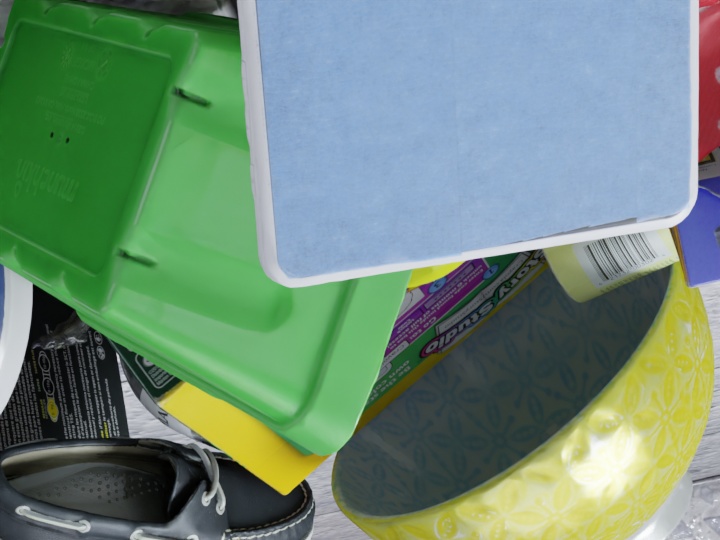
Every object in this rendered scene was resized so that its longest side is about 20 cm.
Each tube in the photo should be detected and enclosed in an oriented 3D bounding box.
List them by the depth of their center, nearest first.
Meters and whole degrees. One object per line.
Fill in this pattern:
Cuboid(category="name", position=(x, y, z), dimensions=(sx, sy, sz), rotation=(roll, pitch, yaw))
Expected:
Cuboid(category="tube", position=(0.172, -0.046, 0.821), dimensions=(0.199, 0.052, 0.058), rotation=(-24, -172, 21))

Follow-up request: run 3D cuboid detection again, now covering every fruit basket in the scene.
Cuboid(category="fruit basket", position=(-0.022, -0.027, 0.690), dimensions=(0.214, 0.157, 0.216), rotation=(20, -179, 0))

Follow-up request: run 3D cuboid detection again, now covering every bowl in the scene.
Cuboid(category="bowl", position=(0.095, 0.082, 0.905), dimensions=(0.200, 0.108, 0.200), rotation=(-36, -161, 14))

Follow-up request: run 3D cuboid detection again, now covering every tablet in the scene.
Cuboid(category="tablet", position=(0.028, -0.097, 0.502), dimensions=(0.129, 0.201, 0.014), rotation=(-9, -157, -12))

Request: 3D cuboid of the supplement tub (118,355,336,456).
Cuboid(category="supplement tub", position=(-0.060, 0.040, 1.056), dimensions=(0.122, 0.123, 0.200), rotation=(-14, 166, 9))

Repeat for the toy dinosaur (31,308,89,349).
Cuboid(category="toy dinosaur", position=(-0.115, -0.014, 0.871), dimensions=(0.198, 0.089, 0.047), rotation=(-10, 176, -1))

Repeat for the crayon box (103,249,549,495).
Cuboid(category="crayon box", position=(0.000, 0.000, 0.866), dimensions=(0.200, 0.058, 0.173), rotation=(-40, 156, 0))

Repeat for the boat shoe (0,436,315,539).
Cuboid(category="boat shoe", position=(-0.106, 0.121, 0.996), dimensions=(0.199, 0.076, 0.061), rotation=(-4, 136, -33))

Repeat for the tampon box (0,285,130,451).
Cuboid(category="tampon box", position=(-0.245, 0.084, 1.069), dimensions=(0.149, 0.127, 0.200), rotation=(-19, 164, 25))

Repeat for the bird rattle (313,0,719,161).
Cuboid(category="bird rattle", position=(0.071, -0.111, 0.552), dimensions=(0.198, 0.113, 0.164), rotation=(9, 126, -12))

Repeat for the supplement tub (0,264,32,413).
Cuboid(category="supplement tub", position=(-0.244, 0.009, 0.738), dimensions=(0.144, 0.146, 0.199), rotation=(-23, 162, 39))

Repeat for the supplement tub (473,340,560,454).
Cuboid(category="supplement tub", position=(0.080, 0.049, 1.043), dimensions=(0.106, 0.201, 0.107), rotation=(-11, 166, -3))

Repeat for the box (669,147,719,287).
Cuboid(category="box", position=(0.160, -0.047, 0.671), dimensions=(0.118, 0.042, 0.200), rotation=(-13, -160, 8))
